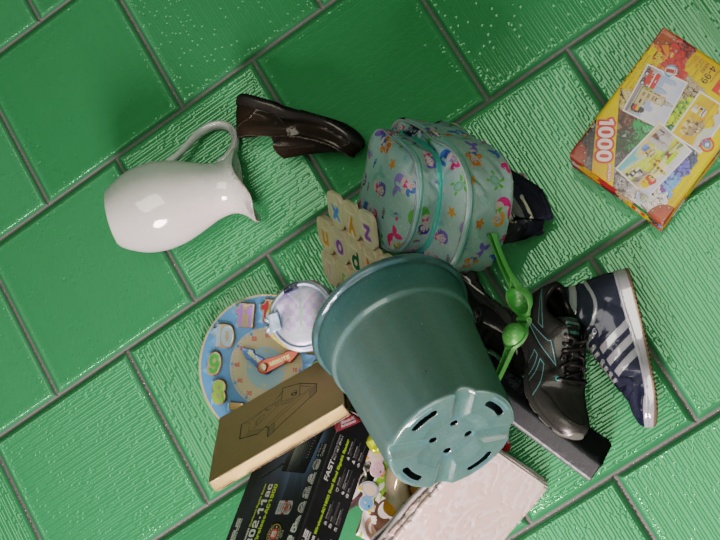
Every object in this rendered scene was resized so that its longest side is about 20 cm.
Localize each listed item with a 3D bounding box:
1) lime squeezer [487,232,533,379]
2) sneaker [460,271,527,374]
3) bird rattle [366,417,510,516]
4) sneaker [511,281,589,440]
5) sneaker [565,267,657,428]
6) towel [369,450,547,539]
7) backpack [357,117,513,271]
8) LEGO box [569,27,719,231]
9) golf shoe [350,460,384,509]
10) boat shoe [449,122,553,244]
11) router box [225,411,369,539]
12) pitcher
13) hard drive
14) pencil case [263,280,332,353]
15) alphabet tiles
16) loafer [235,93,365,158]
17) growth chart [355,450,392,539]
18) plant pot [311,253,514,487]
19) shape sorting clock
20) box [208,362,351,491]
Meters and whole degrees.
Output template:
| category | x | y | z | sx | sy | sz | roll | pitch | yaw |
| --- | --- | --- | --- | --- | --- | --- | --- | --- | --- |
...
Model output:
| category | x | y | z | sx | sy | sz | roll | pitch | yaw |
| --- | --- | --- | --- | --- | --- | --- | --- | --- | --- |
| lime squeezer | 0.178 | 0.059 | 1.311 | 0.037 | 0.070 | 0.203 | 2 | 87 | 37 |
| sneaker | 0.147 | 0.065 | 1.422 | 0.082 | 0.073 | 0.201 | -36 | 67 | -8 |
| bird rattle | 0.095 | 0.235 | 1.384 | 0.112 | 0.198 | 0.165 | 27 | 108 | 47 |
| sneaker | 0.234 | 0.104 | 1.309 | 0.079 | 0.075 | 0.202 | -49 | 43 | 40 |
| sneaker | 0.308 | 0.105 | 1.384 | 0.107 | 0.070 | 0.203 | -11 | 76 | 8 |
| towel | 0.124 | 0.306 | 1.357 | 0.200 | 0.191 | 0.032 | -48 | 43 | 4 |
| backpack | 0.093 | -0.090 | 1.367 | 0.199 | 0.149 | 0.180 | 34 | 120 | 46 |
| LEGO box | 0.384 | -0.177 | 1.394 | 0.148 | 0.077 | 0.201 | 37 | 93 | 15 |
| golf shoe | 0.016 | 0.249 | 1.430 | 0.077 | 0.088 | 0.200 | 44 | 94 | 12 |
| boat shoe | 0.176 | -0.116 | 1.449 | 0.092 | 0.075 | 0.201 | -6 | 55 | -29 |
| router box | -0.077 | 0.275 | 1.373 | 0.149 | 0.062 | 0.202 | -13 | 48 | 48 |
| pitcher | -0.253 | -0.119 | 1.531 | 0.197 | 0.122 | 0.173 | -15 | 60 | 1 |
| hard drive | 0.218 | 0.177 | 1.361 | 0.199 | 0.139 | 0.033 | 36 | 101 | 14 |
| pencil case | -0.062 | 0.064 | 1.380 | 0.090 | 0.200 | 0.084 | -28 | 83 | 3 |
| alphabet tiles | 0.000 | 0.000 | 1.415 | 0.014 | 0.200 | 0.198 | -20 | 119 | -25 |
| loafer | -0.087 | -0.187 | 1.518 | 0.198 | 0.073 | 0.072 | 20 | 98 | 20 |
| growth chart | 0.056 | 0.310 | 1.410 | 0.143 | 0.018 | 0.203 | 13 | 85 | -27 |
| plant pot | 0.067 | 0.120 | 1.231 | 0.199 | 0.200 | 0.197 | -36 | 44 | 7 |
| shape sorting clock | -0.129 | 0.133 | 1.502 | 0.197 | 0.039 | 0.203 | -2 | 83 | 14 |
| box | -0.101 | 0.186 | 1.402 | 0.199 | 0.164 | 0.021 | -31 | 109 | 10 |
